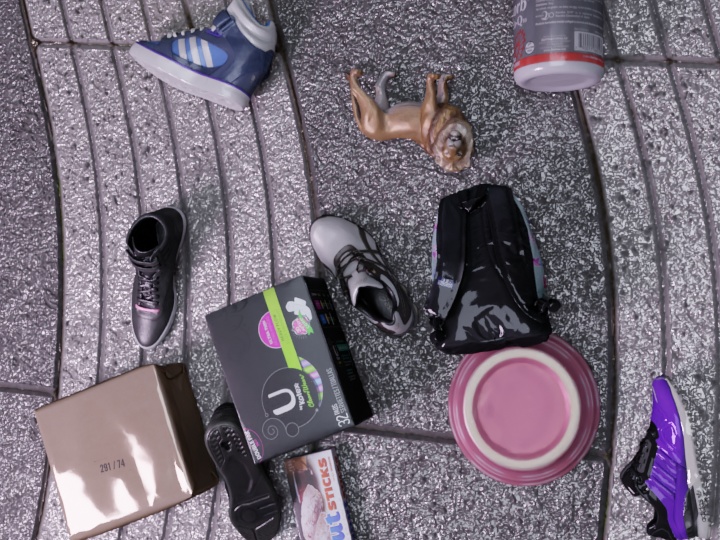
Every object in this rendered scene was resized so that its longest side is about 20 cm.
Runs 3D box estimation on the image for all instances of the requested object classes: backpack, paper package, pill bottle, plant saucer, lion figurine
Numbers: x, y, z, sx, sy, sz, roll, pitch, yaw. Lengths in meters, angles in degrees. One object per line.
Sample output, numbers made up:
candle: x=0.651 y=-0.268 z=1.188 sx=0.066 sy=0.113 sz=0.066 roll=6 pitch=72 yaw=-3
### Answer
backpack: x=0.153 y=-0.002 z=1.283 sx=0.163 sy=0.127 sz=0.204 roll=-7 pitch=74 yaw=2
paper package: x=-0.319 y=0.244 z=1.399 sx=0.197 sy=0.103 sz=0.194 roll=-21 pitch=83 yaw=12
pill bottle: x=0.250 y=-0.338 z=1.293 sx=0.113 sy=0.116 sz=0.205 roll=0 pitch=86 yaw=13
plant saucer: x=0.207 y=0.175 z=1.309 sx=0.196 sy=0.051 sz=0.205 roll=-1 pitch=88 yaw=13
lion figurine: x=0.061 y=-0.201 z=1.360 sx=0.196 sy=0.072 sz=0.125 roll=9 pitch=102 yaw=27

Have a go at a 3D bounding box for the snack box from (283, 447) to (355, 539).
snack box: x=-0.047 y=0.346 z=1.371 sx=0.070 sy=0.024 sz=0.204 roll=-14 pitch=84 yaw=12

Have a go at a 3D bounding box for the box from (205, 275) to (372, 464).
box: x=-0.091 y=0.127 z=1.343 sx=0.146 sy=0.124 sz=0.204 roll=-22 pitch=84 yaw=10

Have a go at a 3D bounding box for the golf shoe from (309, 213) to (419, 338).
golf shoe: x=0.000 y=0.000 z=1.344 sx=0.078 sy=0.094 sz=0.200 roll=-45 pitch=77 yaw=8

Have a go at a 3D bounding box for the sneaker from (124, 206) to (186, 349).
sneaker: x=-0.294 y=0.009 z=1.407 sx=0.069 sy=0.099 sz=0.205 roll=11 pitch=91 yaw=11

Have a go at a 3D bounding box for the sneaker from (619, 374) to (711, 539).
sneaker: x=0.366 y=0.235 z=1.260 sx=0.097 sy=0.069 sz=0.205 roll=-11 pitch=84 yaw=14

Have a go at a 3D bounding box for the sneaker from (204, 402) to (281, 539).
sneaker: x=-0.153 y=0.264 z=1.382 sx=0.075 sy=0.115 sz=0.203 roll=-17 pitch=111 yaw=6

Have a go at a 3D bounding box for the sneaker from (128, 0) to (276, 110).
sneaker: x=-0.210 y=-0.321 z=1.421 sx=0.197 sy=0.081 sz=0.149 roll=24 pitch=84 yaw=16
